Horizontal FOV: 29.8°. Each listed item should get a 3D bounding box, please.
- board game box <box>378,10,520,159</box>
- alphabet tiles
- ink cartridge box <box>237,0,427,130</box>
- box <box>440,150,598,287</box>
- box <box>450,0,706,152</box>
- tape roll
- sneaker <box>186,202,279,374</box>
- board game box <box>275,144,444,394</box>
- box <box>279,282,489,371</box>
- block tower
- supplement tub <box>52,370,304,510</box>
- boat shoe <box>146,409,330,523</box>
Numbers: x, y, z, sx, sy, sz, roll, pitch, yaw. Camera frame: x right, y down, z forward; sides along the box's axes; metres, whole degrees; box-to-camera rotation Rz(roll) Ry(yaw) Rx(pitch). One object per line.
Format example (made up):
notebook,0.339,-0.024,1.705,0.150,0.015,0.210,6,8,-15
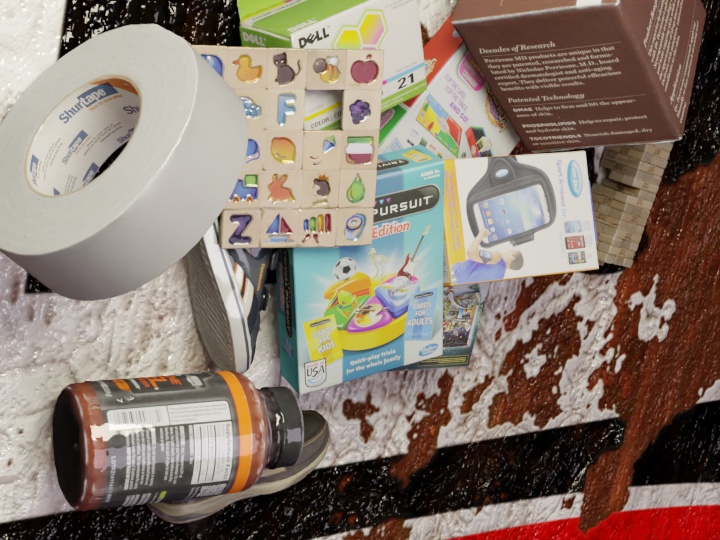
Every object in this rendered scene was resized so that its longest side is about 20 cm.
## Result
board game box,0.078,-0.130,1.328,0.200,0.040,0.153,-51,135,-15
alphabet tiles,-0.080,-0.099,1.109,0.200,0.008,0.168,-2,107,-18
ink cartridge box,-0.028,-0.229,1.154,0.148,0.076,0.200,-30,128,-32
box,0.154,-0.052,1.308,0.200,0.041,0.119,-7,90,-27
box,0.213,-0.239,1.286,0.200,0.164,0.166,50,49,-45
tape roll,-0.181,-0.080,0.980,0.200,0.200,0.066,-56,136,-10
sneaker,-0.106,-0.004,1.177,0.079,0.078,0.200,-24,122,-28
board game box,0.000,0.000,1.223,0.151,0.047,0.200,-14,121,-23
box,0.029,0.030,1.310,0.200,0.038,0.137,-1,116,-29
block tower,0.305,-0.099,1.553,0.054,0.058,0.200,11,101,-45
supplement tub,-0.151,0.140,1.146,0.200,0.107,0.107,-2,110,-28
boat shoe,-0.108,0.166,1.254,0.200,0.074,0.073,-21,122,-38
